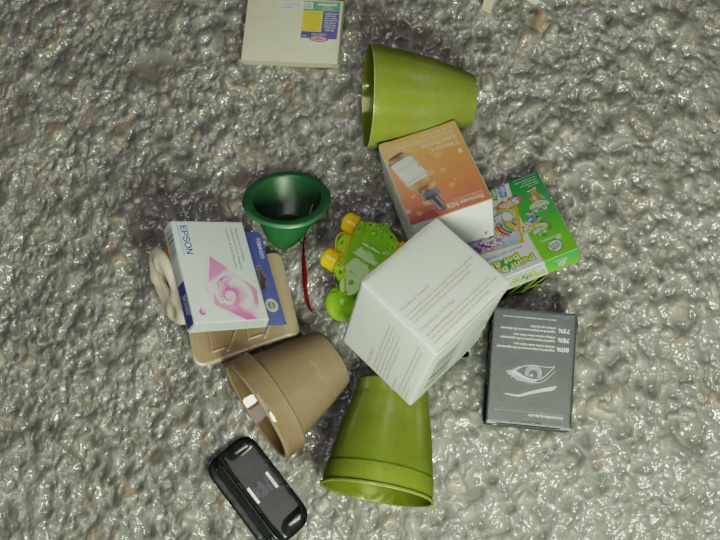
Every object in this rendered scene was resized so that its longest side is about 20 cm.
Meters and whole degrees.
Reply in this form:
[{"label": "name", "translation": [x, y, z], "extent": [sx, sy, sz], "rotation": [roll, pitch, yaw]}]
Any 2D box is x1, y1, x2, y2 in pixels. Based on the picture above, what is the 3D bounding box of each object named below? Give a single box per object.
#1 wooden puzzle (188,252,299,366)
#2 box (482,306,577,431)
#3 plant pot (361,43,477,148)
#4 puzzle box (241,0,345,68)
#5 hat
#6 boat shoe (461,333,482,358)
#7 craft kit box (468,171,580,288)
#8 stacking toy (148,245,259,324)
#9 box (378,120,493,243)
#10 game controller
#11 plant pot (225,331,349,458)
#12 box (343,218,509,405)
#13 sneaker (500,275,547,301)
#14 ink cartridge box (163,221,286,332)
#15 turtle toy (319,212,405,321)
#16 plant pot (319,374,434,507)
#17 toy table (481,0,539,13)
[{"label": "wooden puzzle", "translation": [-0.222, 0.076, 1.715], "extent": [0.198, 0.046, 0.187], "rotation": [-17, 57, 0]}, {"label": "box", "translation": [0.293, 0.173, 1.611], "extent": [0.146, 0.104, 0.203], "rotation": [6, 81, 5]}, {"label": "plant pot", "translation": [0.110, -0.319, 1.713], "extent": [0.197, 0.187, 0.190], "rotation": [1, 79, -7]}, {"label": "puzzle box", "translation": [-0.133, -0.471, 1.834], "extent": [0.197, 0.025, 0.135], "rotation": [5, 80, 8]}, {"label": "hat", "translation": [-0.140, -0.062, 1.764], "extent": [0.163, 0.178, 0.201], "rotation": [9, 41, 9]}, {"label": "boat shoe", "translation": [0.121, 0.102, 1.665], "extent": [0.198, 0.073, 0.062], "rotation": [21, 45, 6]}, {"label": "craft kit box", "translation": [0.264, -0.064, 1.660], "extent": [0.198, 0.049, 0.199], "rotation": [-22, 54, 3]}, {"label": "stacking toy", "translation": [-0.274, -0.002, 1.687], "extent": [0.198, 0.146, 0.147], "rotation": [-24, 76, -24]}, {"label": "box", "translation": [0.135, -0.144, 1.651], "extent": [0.150, 0.107, 0.201], "rotation": [-18, 55, -3]}, {"label": "game controller", "translation": [-0.186, 0.403, 1.679], "extent": [0.104, 0.042, 0.200], "rotation": [-37, 78, -15]}, {"label": "plant pot", "translation": [-0.118, 0.202, 1.643], "extent": [0.174, 0.201, 0.201], "rotation": [-33, 77, -19]}, {"label": "box", "translation": [0.104, 0.069, 1.532], "extent": [0.171, 0.200, 0.200], "rotation": [42, 60, 15]}, {"label": "sneaker", "translation": [0.236, 0.019, 1.682], "extent": [0.198, 0.076, 0.077], "rotation": [-20, 66, -5]}, {"label": "ink cartridge box", "translation": [-0.230, 0.007, 1.622], "extent": [0.198, 0.043, 0.198], "rotation": [-3, 64, -35]}, {"label": "turtle toy", "translation": [0.000, 0.000, 1.690], "extent": [0.145, 0.101, 0.201], "rotation": [30, 81, 6]}, {"label": "plant pot", "translation": [0.044, 0.291, 1.601], "extent": [0.198, 0.201, 0.195], "rotation": [8, 69, 8]}, {"label": "toy table", "translation": [0.275, -0.586, 1.740], "extent": [0.198, 0.184, 0.118], "rotation": [26, 67, 19]}]
